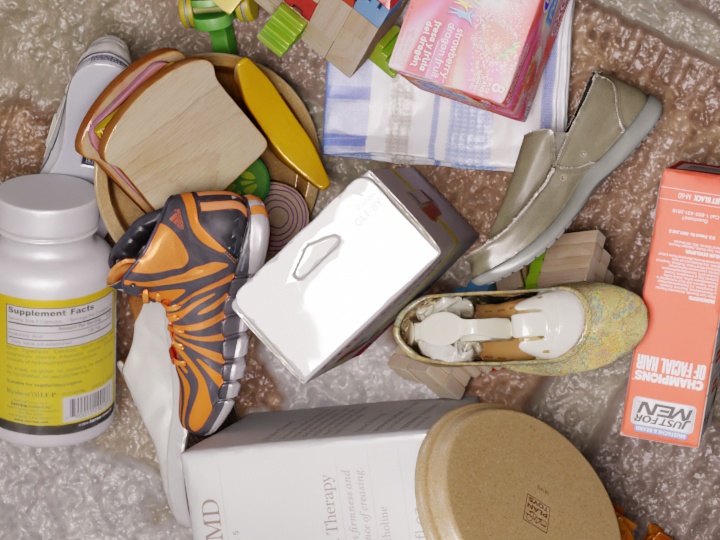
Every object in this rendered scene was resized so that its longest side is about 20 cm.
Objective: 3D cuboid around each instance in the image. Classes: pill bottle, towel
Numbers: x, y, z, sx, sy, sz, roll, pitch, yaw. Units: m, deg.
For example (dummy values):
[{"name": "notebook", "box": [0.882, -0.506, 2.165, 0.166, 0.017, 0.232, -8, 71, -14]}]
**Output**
[{"name": "pill bottle", "box": [-0.249, 0.030, 1.609, 0.111, 0.111, 0.200, 9, 113, 12]}, {"name": "towel", "box": [0.068, -0.152, 1.581, 0.200, 0.024, 0.147, 6, 97, 13]}]

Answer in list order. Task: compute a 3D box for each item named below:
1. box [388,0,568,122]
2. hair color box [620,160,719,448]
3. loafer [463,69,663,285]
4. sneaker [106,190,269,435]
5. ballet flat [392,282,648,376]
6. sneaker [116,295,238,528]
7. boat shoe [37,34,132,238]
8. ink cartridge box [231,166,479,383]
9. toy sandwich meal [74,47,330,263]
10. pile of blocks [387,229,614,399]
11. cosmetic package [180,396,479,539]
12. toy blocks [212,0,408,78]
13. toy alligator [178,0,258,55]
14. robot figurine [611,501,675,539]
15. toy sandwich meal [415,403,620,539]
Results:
[{"name": "box", "box": [0.105, -0.223, 1.507, 0.095, 0.103, 0.200, 20, 90, 15]}, {"name": "hair color box", "box": [0.244, 0.023, 1.512, 0.064, 0.111, 0.200, 9, 97, 14]}, {"name": "loafer", "box": [0.141, -0.071, 1.527, 0.070, 0.075, 0.200, 43, 79, -2]}, {"name": "sneaker", "box": [-0.143, 0.030, 1.544, 0.112, 0.078, 0.200, 3, 109, -23]}, {"name": "ballet flat", "box": [0.111, 0.043, 1.488, 0.200, 0.071, 0.071, -4, 95, 33]}, {"name": "sneaker", "box": [-0.152, 0.109, 1.649, 0.085, 0.073, 0.200, 3, 98, 36]}, {"name": "boat shoe", "box": [-0.223, -0.100, 1.634, 0.071, 0.070, 0.200, 12, 124, -9]}, {"name": "ink cartridge box", "box": [0.000, 0.000, 1.519, 0.145, 0.200, 0.083, -44, 85, 11]}, {"name": "toy sandwich meal", "box": [-0.116, -0.080, 1.566, 0.205, 0.070, 0.206, -4, 103, -19]}, {"name": "pile of blocks", "box": [0.118, 0.037, 1.580, 0.200, 0.082, 0.062, -28, 132, 24]}, {"name": "cosmetic package", "box": [-0.010, 0.197, 1.564, 0.200, 0.166, 0.168, -7, 95, 15]}, {"name": "toy blocks", "box": [-0.032, -0.238, 1.509, 0.200, 0.137, 0.100, 40, 60, 2]}, {"name": "toy alligator", "box": [-0.119, -0.257, 1.598, 0.059, 0.054, 0.200, -3, 95, 13]}, {"name": "robot figurine", "box": [0.158, 0.272, 1.564, 0.145, 0.058, 0.200, 33, 102, -35]}, {"name": "toy sandwich meal", "box": [0.107, 0.194, 1.448, 0.205, 0.205, 0.070, 53, 132, 3]}]
